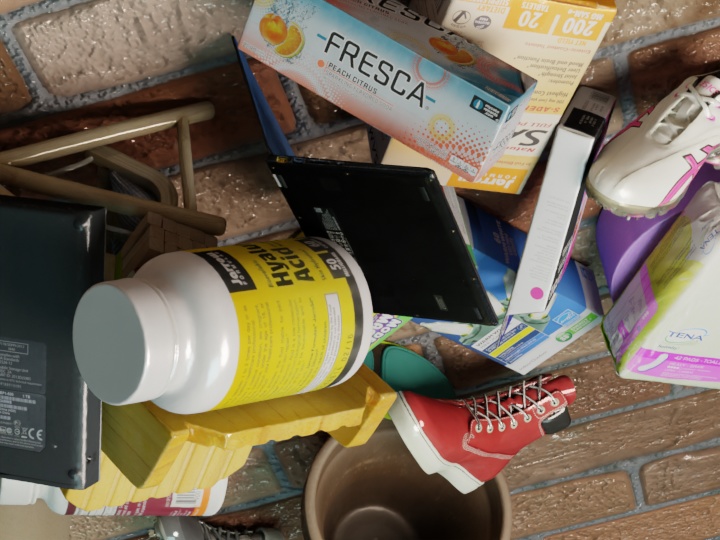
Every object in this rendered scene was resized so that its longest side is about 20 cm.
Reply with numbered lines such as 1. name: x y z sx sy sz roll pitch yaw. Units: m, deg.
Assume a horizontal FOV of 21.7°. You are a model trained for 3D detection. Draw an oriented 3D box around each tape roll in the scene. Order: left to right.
1. tape roll: 0.305 -0.024 1.611 0.199 0.066 0.201 -7 141 -5

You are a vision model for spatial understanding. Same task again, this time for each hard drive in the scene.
1. hard drive: -0.250 0.047 1.338 0.139 0.033 0.201 7 102 19

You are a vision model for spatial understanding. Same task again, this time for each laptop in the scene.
1. laptop: 0.003 -0.065 1.389 0.199 0.116 0.188 6 148 25

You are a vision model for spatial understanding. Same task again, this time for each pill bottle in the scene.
1. pill bottle: -0.224 0.163 1.684 0.199 0.115 0.114 3 140 -15
2. pill bottle: -0.095 0.039 1.297 0.199 0.112 0.111 -9 150 -45

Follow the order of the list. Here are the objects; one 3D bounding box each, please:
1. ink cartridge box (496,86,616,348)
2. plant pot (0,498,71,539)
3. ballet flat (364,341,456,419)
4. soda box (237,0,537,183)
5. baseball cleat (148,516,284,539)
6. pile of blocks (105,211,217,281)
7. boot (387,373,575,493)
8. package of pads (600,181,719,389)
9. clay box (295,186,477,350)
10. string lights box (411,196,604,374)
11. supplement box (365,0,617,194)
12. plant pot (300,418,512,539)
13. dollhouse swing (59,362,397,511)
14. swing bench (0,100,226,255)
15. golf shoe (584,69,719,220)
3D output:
1. ink cartridge box: 0.154 -0.038 1.488 0.037 0.095 0.201 20 119 8
2. plant pot: -0.355 0.287 1.740 0.186 0.201 0.188 -6 142 -5
3. ballet flat: 0.000 0.094 1.698 0.199 0.067 0.067 24 152 -39
4. soda box: 0.018 -0.144 1.307 0.199 0.064 0.069 31 121 10
5. baseball cleat: -0.136 0.273 1.890 0.106 0.070 0.200 -23 150 5
6. pile of blocks: -0.191 0.032 1.371 0.199 0.062 0.082 -24 135 24
7. boot: 0.112 0.122 1.660 0.144 0.073 0.200 -33 152 12
8. package of pads: 0.305 0.016 1.555 0.154 0.069 0.200 8 137 -24
9. clay box: 0.000 0.000 1.532 0.047 0.115 0.200 19 134 -39
10. string lights box: 0.104 0.011 1.613 0.199 0.059 0.103 25 130 -36
11. supplement box: 0.092 -0.153 1.397 0.125 0.074 0.200 5 139 -17
12. plant pot: 0.028 0.253 1.814 0.199 0.202 0.175 1 157 -13
13. dollhouse swing: -0.112 0.143 1.443 0.199 0.182 0.177 -7 121 -37
14. swing bench: -0.213 -0.018 1.452 0.199 0.130 0.200 -1 141 -10
15. golf shoe: 0.244 -0.110 1.441 0.200 0.072 0.092 -32 145 -37
